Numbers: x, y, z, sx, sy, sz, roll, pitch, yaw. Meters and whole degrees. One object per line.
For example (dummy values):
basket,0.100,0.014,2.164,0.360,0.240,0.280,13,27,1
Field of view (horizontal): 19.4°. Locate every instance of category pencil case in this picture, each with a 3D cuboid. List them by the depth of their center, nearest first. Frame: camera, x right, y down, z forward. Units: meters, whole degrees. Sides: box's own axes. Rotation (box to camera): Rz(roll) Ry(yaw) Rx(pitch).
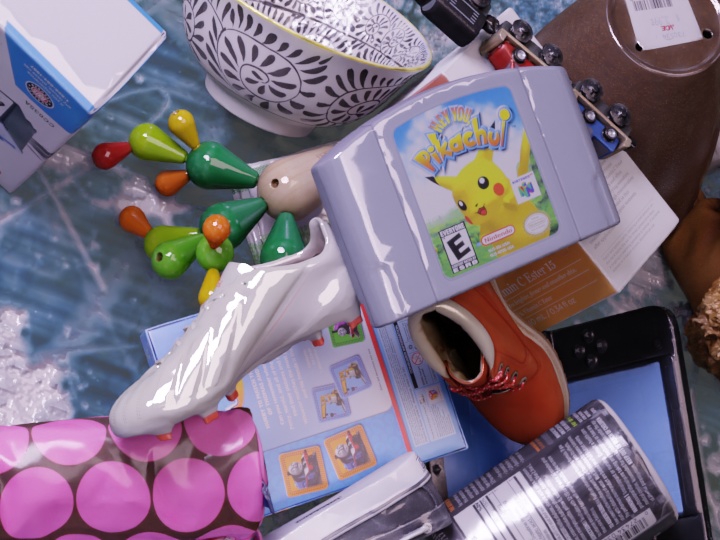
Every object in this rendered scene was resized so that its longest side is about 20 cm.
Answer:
pencil case,-0.159,0.144,1.403,0.198,0.091,0.095,-2,98,-11

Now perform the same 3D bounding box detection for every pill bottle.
pill bottle,0.117,0.188,1.497,0.199,0.106,0.107,-34,92,-1

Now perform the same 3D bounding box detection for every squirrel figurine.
squirrel figurine,0.331,-0.005,1.653,0.141,0.186,0.202,26,66,-18

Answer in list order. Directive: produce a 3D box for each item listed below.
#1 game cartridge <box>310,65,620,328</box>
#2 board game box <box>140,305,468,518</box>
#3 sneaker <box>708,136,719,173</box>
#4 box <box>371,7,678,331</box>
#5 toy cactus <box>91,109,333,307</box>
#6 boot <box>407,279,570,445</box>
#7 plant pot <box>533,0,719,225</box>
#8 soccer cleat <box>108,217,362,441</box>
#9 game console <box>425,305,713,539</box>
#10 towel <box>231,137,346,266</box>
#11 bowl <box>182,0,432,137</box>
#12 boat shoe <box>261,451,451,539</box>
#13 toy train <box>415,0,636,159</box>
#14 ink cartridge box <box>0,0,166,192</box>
game cartridge,0.071,-0.059,1.409,0.199,0.040,0.134,-23,91,-23
board game box,-0.040,0.087,1.501,0.198,0.037,0.153,-17,85,-17
sneaker,0.340,-0.166,1.769,0.199,0.078,0.100,-31,87,-31
box,0.113,-0.066,1.538,0.200,0.124,0.097,51,52,-5
toy cactus,-0.081,-0.049,1.484,0.164,0.103,0.200,-29,54,-27
boot,0.087,0.068,1.487,0.201,0.075,0.108,55,21,-28
plant pot,0.201,-0.140,1.592,0.185,0.200,0.189,4,65,-9
soccer cleat,-0.087,0.039,1.381,0.199,0.069,0.078,-32,108,-20
game console,0.150,0.135,1.567,0.116,0.175,0.202,9,70,-54
towel,0.000,0.000,1.557,0.148,0.031,0.202,-16,83,-16
bowl,-0.055,-0.159,1.535,0.199,0.201,0.095,18,112,-21
boat shoe,-0.030,0.203,1.450,0.199,0.072,0.068,-31,92,-6
toy train,0.115,-0.141,1.470,0.200,0.034,0.046,38,58,-15
ink cartridge box,-0.233,-0.151,1.401,0.146,0.200,0.086,43,63,-9
